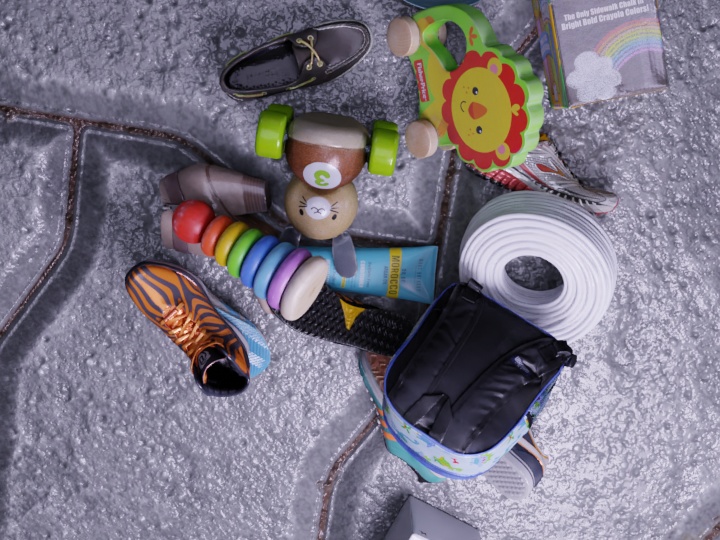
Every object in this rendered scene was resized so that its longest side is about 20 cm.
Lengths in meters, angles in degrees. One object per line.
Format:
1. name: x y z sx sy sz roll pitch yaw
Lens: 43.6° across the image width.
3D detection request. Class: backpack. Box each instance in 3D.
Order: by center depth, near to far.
1. backpack: 0.126 0.145 1.089 0.183 0.147 0.200 34 61 17

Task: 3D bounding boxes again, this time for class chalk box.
1. chalk box: 0.278 -0.303 1.073 0.123 0.124 0.201 -11 99 4

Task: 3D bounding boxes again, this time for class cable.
1. cable: 0.216 0.002 1.121 0.199 0.069 0.200 32 129 2

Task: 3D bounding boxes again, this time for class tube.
1. tube: 0.000 0.000 1.176 0.198 0.050 0.078 3 109 -4

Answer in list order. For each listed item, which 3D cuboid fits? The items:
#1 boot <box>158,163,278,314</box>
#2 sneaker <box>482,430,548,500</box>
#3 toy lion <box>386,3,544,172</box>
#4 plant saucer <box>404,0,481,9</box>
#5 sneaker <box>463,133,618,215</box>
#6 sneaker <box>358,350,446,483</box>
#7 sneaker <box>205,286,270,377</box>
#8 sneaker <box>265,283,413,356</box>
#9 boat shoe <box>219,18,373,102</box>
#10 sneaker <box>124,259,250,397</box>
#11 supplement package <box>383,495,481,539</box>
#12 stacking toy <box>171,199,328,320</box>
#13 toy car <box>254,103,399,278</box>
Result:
1. boot: -0.184 -0.039 1.166 0.145 0.070 0.202 -2 102 9
2. sneaker: 0.163 0.210 1.198 0.200 0.079 0.079 46 135 15
3. toy lion: 0.129 -0.216 1.060 0.068 0.191 0.201 -19 102 -38
4. plant saucer: 0.102 -0.421 1.102 0.198 0.027 0.202 0 101 2
5. sneaker: 0.235 -0.126 1.129 0.199 0.078 0.083 23 95 -5
6. sneaker: 0.049 0.196 1.195 0.201 0.071 0.080 57 136 9
7. sneaker: -0.195 0.064 1.178 0.076 0.081 0.200 -44 116 6
8. sneaker: -0.033 0.062 1.161 0.199 0.090 0.070 21 81 -7
9. boat shoe: -0.079 -0.259 1.119 0.200 0.061 0.072 -20 100 5
10. sneaker: -0.197 0.073 1.072 0.078 0.112 0.200 -43 116 6
11. supplement package: 0.070 0.433 1.216 0.117 0.117 0.201 28 101 -3
12. stacking toy: -0.140 -0.025 1.088 0.199 0.085 0.086 32 100 12
13. toy car: -0.048 -0.089 1.106 0.163 0.158 0.201 9 106 -1
